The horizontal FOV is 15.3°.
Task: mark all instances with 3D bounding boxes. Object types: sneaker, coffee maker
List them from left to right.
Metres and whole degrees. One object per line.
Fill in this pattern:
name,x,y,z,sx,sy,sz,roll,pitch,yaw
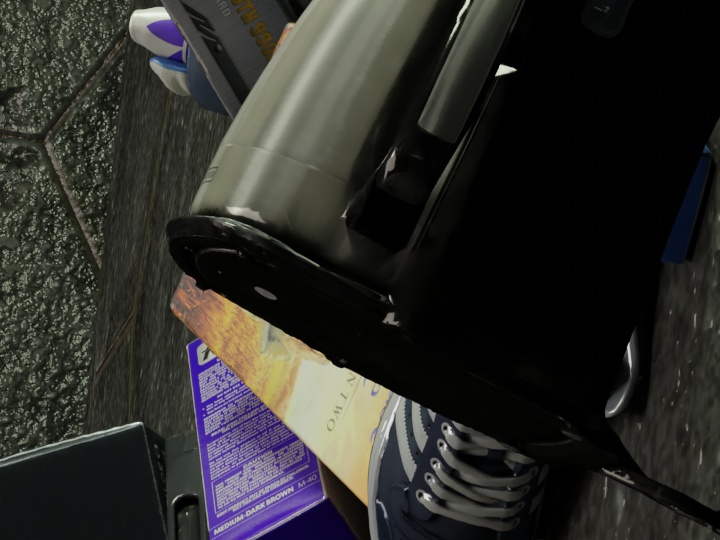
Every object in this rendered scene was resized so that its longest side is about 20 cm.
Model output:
sneaker,-0.052,-0.111,1.449,0.200,0.146,0.081,-135,53,-77
sneaker,0.051,0.060,0.990,0.109,0.070,0.201,-107,29,-70
coffee maker,0.064,-0.052,0.808,0.135,0.192,0.201,11,72,58

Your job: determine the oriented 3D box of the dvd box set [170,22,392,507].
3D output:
dvd box set,0.000,0.000,1.125,0.200,0.029,0.147,42,114,48

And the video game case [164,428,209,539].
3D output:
video game case,-0.044,0.203,1.247,0.181,0.025,0.200,-97,-14,-54

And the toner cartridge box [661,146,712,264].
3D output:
toner cartridge box,0.057,-0.067,0.980,0.200,0.095,0.043,-108,27,-65

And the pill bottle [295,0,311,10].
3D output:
pill bottle,0.009,-0.172,1.257,0.200,0.114,0.115,-107,27,-67

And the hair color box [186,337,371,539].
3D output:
hair color box,-0.024,0.105,1.236,0.109,0.065,0.200,57,-170,-25

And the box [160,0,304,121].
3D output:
box,-0.058,-0.127,1.269,0.200,0.048,0.158,60,-174,-11

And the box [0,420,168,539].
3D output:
box,-0.114,0.200,1.317,0.197,0.124,0.201,54,-159,-71
